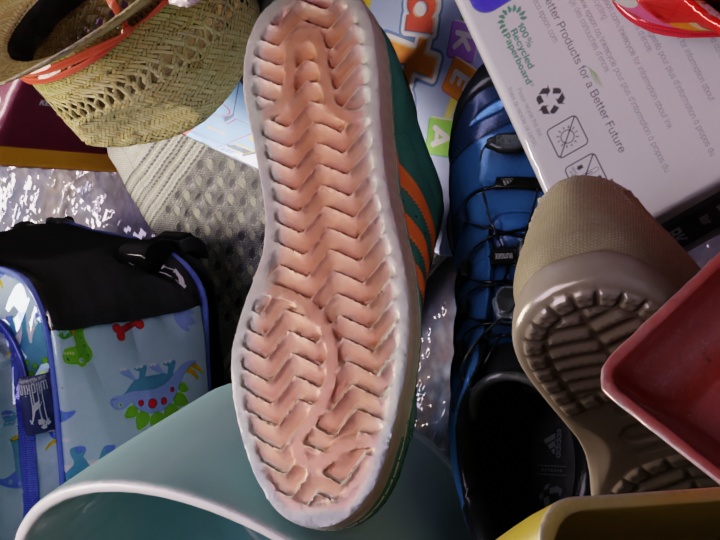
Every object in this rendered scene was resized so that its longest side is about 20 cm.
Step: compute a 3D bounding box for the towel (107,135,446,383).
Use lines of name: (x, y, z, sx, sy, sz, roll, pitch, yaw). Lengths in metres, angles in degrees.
towel: (-0.021, -0.052, 1.142, 0.200, 0.034, 0.193, -50, 56, 33)

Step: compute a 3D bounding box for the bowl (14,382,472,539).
bowl: (-0.025, 0.119, 1.041, 0.200, 0.105, 0.202, 20, 140, 18)

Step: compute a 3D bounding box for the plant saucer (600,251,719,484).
plant saucer: (0.206, 0.027, 0.776, 0.199, 0.037, 0.200, -42, 54, -13)

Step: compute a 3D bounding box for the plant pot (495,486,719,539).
plant pot: (0.108, 0.181, 0.866, 0.176, 0.199, 0.202, -26, 69, 58)

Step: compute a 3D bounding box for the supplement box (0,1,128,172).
supplement box: (-0.123, -0.157, 1.215, 0.111, 0.085, 0.201, 53, 127, 37)

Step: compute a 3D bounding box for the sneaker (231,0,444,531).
sneaker: (0.000, 0.000, 0.974, 0.071, 0.080, 0.202, -7, 70, 22)

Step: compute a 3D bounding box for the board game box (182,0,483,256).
board game box: (-0.007, -0.109, 1.077, 0.199, 0.036, 0.152, 25, 106, 41)

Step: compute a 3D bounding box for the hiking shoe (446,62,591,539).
hiking shoe: (0.066, 0.020, 0.964, 0.074, 0.087, 0.202, -6, 90, 12)

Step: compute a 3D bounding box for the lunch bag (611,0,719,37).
lunch bag: (0.155, -0.146, 0.842, 0.199, 0.082, 0.178, -2, 72, 33)

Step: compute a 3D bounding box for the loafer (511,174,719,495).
loafer: (0.103, 0.037, 0.895, 0.075, 0.200, 0.069, -9, 54, 15)

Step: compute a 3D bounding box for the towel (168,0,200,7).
towel: (-0.043, -0.181, 1.015, 0.191, 0.032, 0.200, -42, 29, -14)

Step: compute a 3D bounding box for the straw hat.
straw hat: (-0.089, -0.098, 1.061, 0.200, 0.085, 0.202, -26, 29, 16)

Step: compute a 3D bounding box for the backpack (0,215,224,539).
backpack: (-0.147, 0.089, 1.181, 0.183, 0.146, 0.202, 9, 109, 60)

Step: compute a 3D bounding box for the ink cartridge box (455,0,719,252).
ink cartridge box: (0.127, -0.126, 0.928, 0.199, 0.043, 0.199, -30, 64, 14)
